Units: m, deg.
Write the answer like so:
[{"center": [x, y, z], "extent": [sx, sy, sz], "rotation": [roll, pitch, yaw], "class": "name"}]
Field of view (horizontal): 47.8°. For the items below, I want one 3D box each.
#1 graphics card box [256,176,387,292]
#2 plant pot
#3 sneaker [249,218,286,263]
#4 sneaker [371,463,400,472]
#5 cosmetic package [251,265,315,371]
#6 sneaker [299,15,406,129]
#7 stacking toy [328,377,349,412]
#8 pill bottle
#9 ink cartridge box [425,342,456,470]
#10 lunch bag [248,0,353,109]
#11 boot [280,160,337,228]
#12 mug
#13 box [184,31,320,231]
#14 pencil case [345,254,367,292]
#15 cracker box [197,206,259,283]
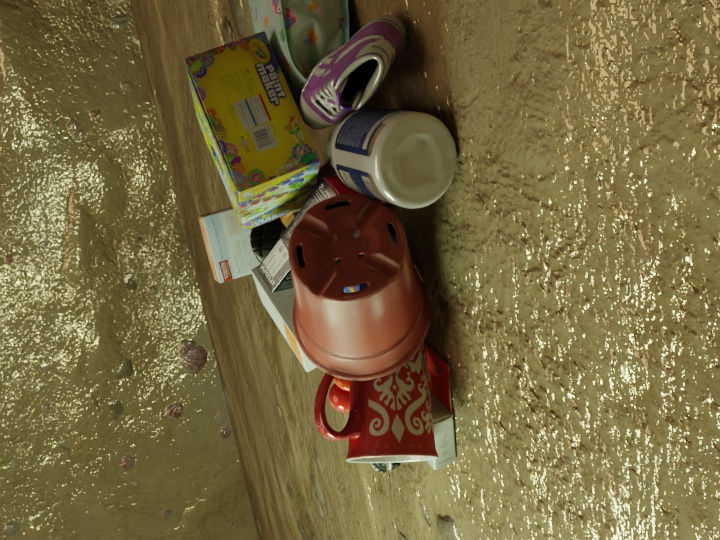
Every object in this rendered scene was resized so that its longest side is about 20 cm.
[{"center": [-0.051, -0.055, 1.179], "extent": [0.051, 0.125, 0.200], "rotation": [52, 126, 18], "class": "graphics card box"}, {"center": [-0.007, 0.014, 1.065], "extent": [0.196, 0.198, 0.202], "rotation": [79, 165, -62], "class": "plant pot"}, {"center": [-0.147, -0.075, 1.445], "extent": [0.202, 0.074, 0.080], "rotation": [-85, -11, -45], "class": "sneaker"}, {"center": [0.016, 0.233, 1.316], "extent": [0.085, 0.076, 0.203], "rotation": [-130, 29, -60], "class": "sneaker"}, {"center": [-0.123, 0.076, 1.505], "extent": [0.201, 0.071, 0.102], "rotation": [52, 163, 38], "class": "cosmetic package"}, {"center": [-0.029, -0.225, 1.015], "extent": [0.072, 0.115, 0.200], "rotation": [34, 138, -15], "class": "sneaker"}, {"center": [-0.008, 0.145, 1.320], "extent": [0.085, 0.084, 0.203], "rotation": [47, 132, 51], "class": "stacking toy"}, {"center": [0.029, -0.147, 1.024], "extent": [0.200, 0.109, 0.113], "rotation": [-150, 46, -64], "class": "pill bottle"}, {"center": [0.080, 0.180, 1.265], "extent": [0.200, 0.043, 0.176], "rotation": [-136, 33, -55], "class": "ink cartridge box"}, {"center": [-0.081, -0.331, 1.168], "extent": [0.170, 0.120, 0.203], "rotation": [177, 82, -70], "class": "lunch bag"}, {"center": [-0.083, -0.156, 1.313], "extent": [0.202, 0.070, 0.145], "rotation": [-56, 47, 31], "class": "boot"}, {"center": [0.031, 0.164, 1.153], "extent": [0.132, 0.177, 0.203], "rotation": [-11, 70, 31], "class": "mug"}, {"center": [-0.154, -0.191, 1.161], "extent": [0.193, 0.120, 0.202], "rotation": [120, 127, -76], "class": "box"}, {"center": [0.000, 0.000, 1.280], "extent": [0.078, 0.087, 0.200], "rotation": [52, 171, -23], "class": "pencil case"}, {"center": [-0.213, -0.070, 1.631], "extent": [0.058, 0.197, 0.136], "rotation": [-165, 60, -67], "class": "cracker box"}]
